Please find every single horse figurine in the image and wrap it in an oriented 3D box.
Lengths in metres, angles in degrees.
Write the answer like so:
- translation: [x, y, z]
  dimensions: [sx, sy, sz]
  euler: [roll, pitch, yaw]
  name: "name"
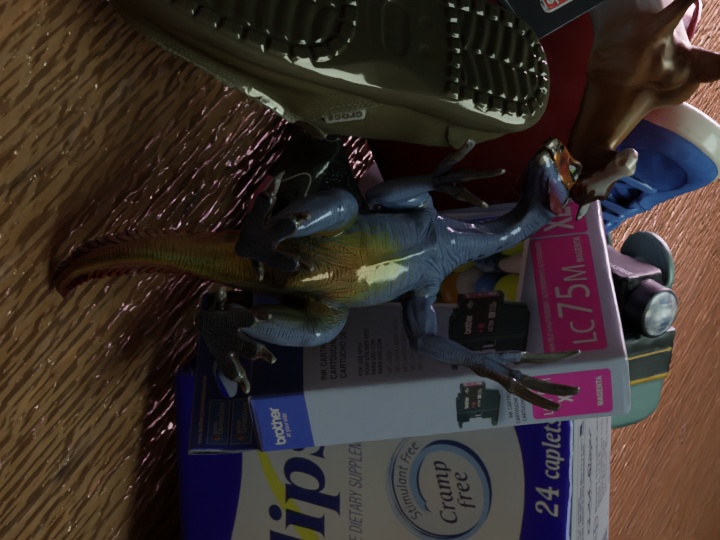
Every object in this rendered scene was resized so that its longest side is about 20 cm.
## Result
- translation: [0.132, -0.137, 0.832]
  dimensions: [0.050, 0.132, 0.202]
  euler: [10, 60, -35]
  name: "horse figurine"

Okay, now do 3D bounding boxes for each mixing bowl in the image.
- translation: [0.069, -0.104, 0.951]
  dimensions: [0.200, 0.108, 0.200]
  euler: [-48, -169, 12]
  name: "mixing bowl"

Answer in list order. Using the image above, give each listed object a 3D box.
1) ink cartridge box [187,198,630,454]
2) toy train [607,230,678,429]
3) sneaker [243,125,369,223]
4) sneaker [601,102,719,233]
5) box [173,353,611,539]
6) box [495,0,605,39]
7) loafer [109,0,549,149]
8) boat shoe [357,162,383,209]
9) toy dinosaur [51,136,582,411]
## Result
- translation: [0.018, 0.023, 0.834]
  dimensions: [0.120, 0.198, 0.042]
  euler: [-91, 170, -51]
  name: "ink cartridge box"
- translation: [0.117, 0.018, 1.146]
  dimensions: [0.085, 0.199, 0.115]
  euler: [-9, 114, -36]
  name: "toy train"
- translation: [0.000, 0.000, 0.964]
  dimensions: [0.201, 0.086, 0.081]
  euler: [76, 36, -56]
  name: "sneaker"
- translation: [0.119, -0.028, 0.984]
  dimensions: [0.112, 0.076, 0.200]
  euler: [-61, -160, -14]
  name: "sneaker"
- translation: [0.018, 0.128, 0.902]
  dimensions: [0.105, 0.198, 0.186]
  euler: [-38, 130, -66]
  name: "box"
- translation: [0.106, -0.205, 0.701]
  dimensions: [0.199, 0.199, 0.050]
  euler: [50, 17, -47]
  name: "box"
- translation: [-0.020, -0.090, 0.738]
  dimensions: [0.067, 0.198, 0.077]
  euler: [-41, -145, 52]
  name: "loafer"
- translation: [0.061, -0.063, 1.101]
  dimensions: [0.200, 0.066, 0.071]
  euler: [-43, 146, -53]
  name: "boat shoe"
- translation: [0.007, -0.022, 0.768]
  dimensions: [0.181, 0.199, 0.106]
  euler: [-25, 131, -55]
  name: "toy dinosaur"
